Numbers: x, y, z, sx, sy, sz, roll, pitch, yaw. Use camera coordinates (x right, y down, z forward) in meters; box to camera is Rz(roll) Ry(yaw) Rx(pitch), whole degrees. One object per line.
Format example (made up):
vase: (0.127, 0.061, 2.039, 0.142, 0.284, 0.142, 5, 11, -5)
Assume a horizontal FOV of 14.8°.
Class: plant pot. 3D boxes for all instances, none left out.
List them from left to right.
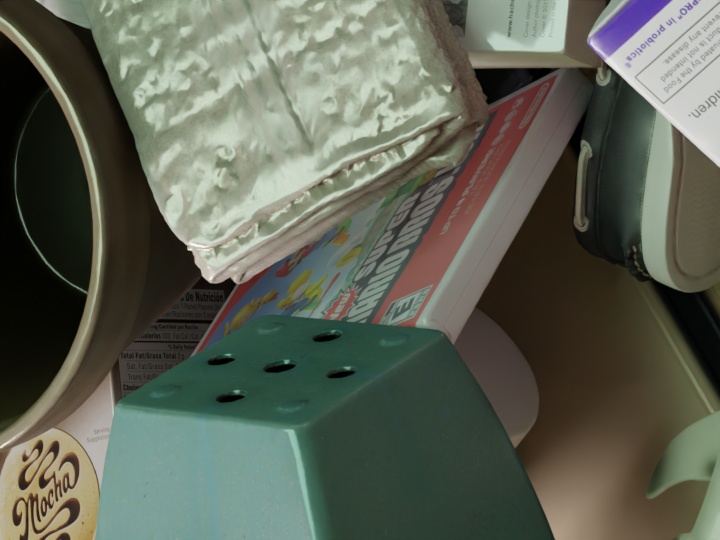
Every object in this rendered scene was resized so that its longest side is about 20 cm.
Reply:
plant pot: (-0.146, -0.028, 1.156, 0.199, 0.173, 0.201, 4, 98, 26)
plant pot: (-0.010, 0.126, 1.011, 0.141, 0.141, 0.201, 5, 114, 38)

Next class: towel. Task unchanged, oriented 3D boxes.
towel: (-0.039, -0.106, 1.052, 0.132, 0.034, 0.201, -29, 69, 19)

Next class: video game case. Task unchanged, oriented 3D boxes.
video game case: (0.000, 0.000, 1.113, 0.200, 0.017, 0.143, -25, 27, 50)

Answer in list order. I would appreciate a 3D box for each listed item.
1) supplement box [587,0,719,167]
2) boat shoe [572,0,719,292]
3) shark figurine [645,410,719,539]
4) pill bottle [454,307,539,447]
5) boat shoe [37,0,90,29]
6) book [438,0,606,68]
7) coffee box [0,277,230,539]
supplement box: (0.186, -0.058, 0.885, 0.200, 0.101, 0.103, 41, 129, -7)
boat shoe: (0.121, -0.094, 1.056, 0.060, 0.074, 0.201, 18, 110, 41)
shark figurine: (0.149, 0.107, 1.017, 0.128, 0.089, 0.215, -115, 48, -73)
pill bottle: (-0.013, 0.101, 1.162, 0.200, 0.111, 0.111, -52, 54, 33)
boat shoe: (-0.153, -0.151, 1.250, 0.200, 0.065, 0.074, 21, 104, 46)
book: (0.002, -0.147, 1.076, 0.199, 0.048, 0.134, 3, 85, 31)
coffee box: (-0.115, 0.107, 1.296, 0.113, 0.080, 0.201, -15, 77, 46)
